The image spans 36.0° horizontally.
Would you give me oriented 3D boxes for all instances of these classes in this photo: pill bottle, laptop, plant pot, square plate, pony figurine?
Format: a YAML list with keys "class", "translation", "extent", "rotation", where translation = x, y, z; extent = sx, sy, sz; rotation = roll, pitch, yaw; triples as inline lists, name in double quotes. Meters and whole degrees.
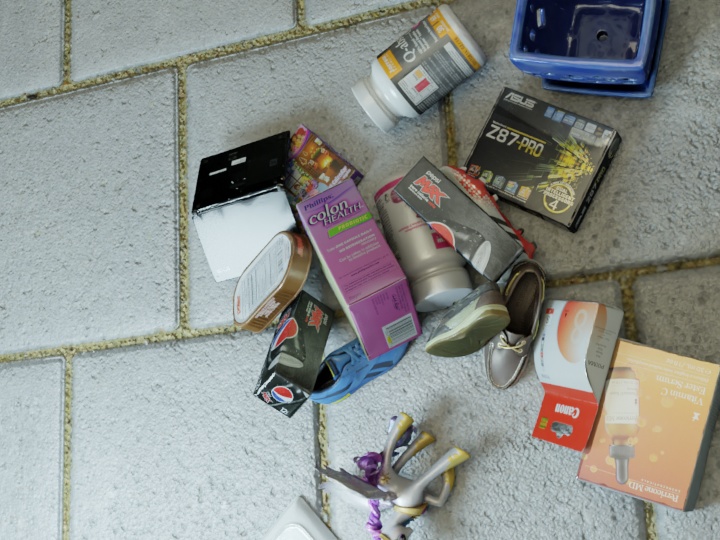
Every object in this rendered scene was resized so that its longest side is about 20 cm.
- class: "pill bottle"
  translation: [0.099, -0.047, 1.689]
  extent: [0.113, 0.113, 0.201]
  rotation: [-23, 72, 17]
- class: "laptop"
  translation: [-0.179, -0.107, 1.835]
  extent: [0.176, 0.103, 0.201]
  rotation: [-15, 48, 20]
- class: "pill bottle"
  translation: [0.090, -0.315, 1.748]
  extent: [0.200, 0.116, 0.117]
  rotation: [-37, 67, 12]
- class: "plant pot"
  translation: [0.345, -0.361, 1.613]
  extent: [0.199, 0.180, 0.202]
  rotation: [8, 82, 25]
- class: "square plate"
  translation: [-0.101, 0.489, 1.710]
  extent: [0.198, 0.028, 0.200]
  rotation: [44, 97, 24]
- class: "pony figurine"
  translation: [0.039, 0.316, 1.633]
  extent: [0.192, 0.167, 0.201]
  rotation: [31, 76, 18]

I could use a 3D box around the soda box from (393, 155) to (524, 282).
- class: "soda box"
  translation: [0.142, -0.072, 1.600]
  extent: [0.200, 0.063, 0.071]
  rotation: [43, 93, 8]

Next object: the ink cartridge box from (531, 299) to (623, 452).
- class: "ink cartridge box"
  translation: [0.285, 0.141, 1.552]
  extent: [0.050, 0.162, 0.201]
  rotation: [21, 84, -16]

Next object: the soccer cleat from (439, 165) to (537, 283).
- class: "soccer cleat"
  translation: [0.177, -0.070, 1.656]
  extent: [0.085, 0.069, 0.200]
  rotation: [-40, 88, -15]

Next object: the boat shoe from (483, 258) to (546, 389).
- class: "boat shoe"
  translation: [0.224, 0.084, 1.615]
  extent: [0.071, 0.060, 0.201]
  rotation: [17, 101, 7]

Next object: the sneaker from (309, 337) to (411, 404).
- class: "sneaker"
  translation: [-0.004, 0.138, 1.715]
  extent: [0.200, 0.078, 0.066]
  rotation: [-38, 65, 10]

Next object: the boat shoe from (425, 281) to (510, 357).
- class: "boat shoe"
  translation: [0.157, 0.074, 1.623]
  extent: [0.071, 0.201, 0.066]
  rotation: [11, 65, -19]

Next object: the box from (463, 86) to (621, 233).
- class: "box"
  translation: [0.271, -0.169, 1.676]
  extent: [0.199, 0.049, 0.162]
  rotation: [28, 89, 27]

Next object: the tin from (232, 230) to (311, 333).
- class: "tin"
  translation: [-0.143, 0.017, 1.738]
  extent: [0.200, 0.042, 0.113]
  rotation: [-45, 35, 39]

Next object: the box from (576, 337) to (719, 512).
- class: "box"
  translation: [0.399, 0.211, 1.510]
  extent: [0.151, 0.106, 0.201]
  rotation: [13, 84, 25]

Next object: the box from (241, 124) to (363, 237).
- class: "box"
  translation: [-0.107, -0.122, 1.834]
  extent: [0.137, 0.039, 0.200]
  rotation: [41, 97, 25]

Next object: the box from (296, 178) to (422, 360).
- class: "box"
  translation: [0.000, 0.000, 1.660]
  extent: [0.096, 0.176, 0.201]
  rotation: [-26, 58, -4]

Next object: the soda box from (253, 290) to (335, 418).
- class: "soda box"
  translation: [-0.099, 0.124, 1.688]
  extent: [0.071, 0.201, 0.063]
  rotation: [34, 125, -14]
